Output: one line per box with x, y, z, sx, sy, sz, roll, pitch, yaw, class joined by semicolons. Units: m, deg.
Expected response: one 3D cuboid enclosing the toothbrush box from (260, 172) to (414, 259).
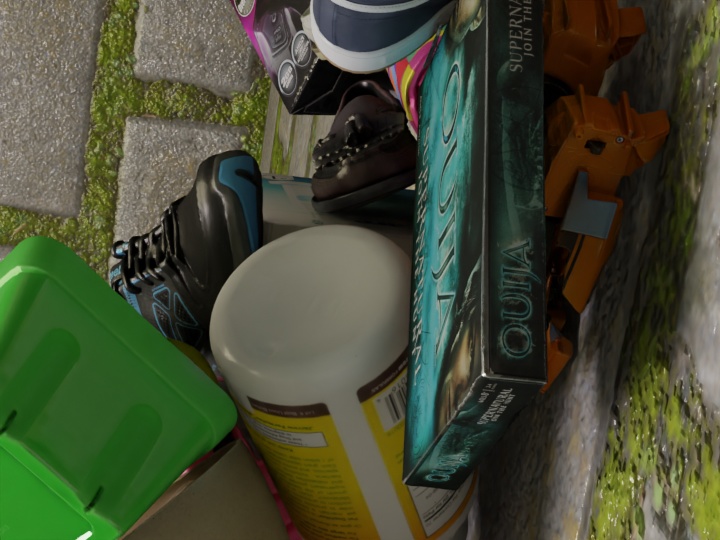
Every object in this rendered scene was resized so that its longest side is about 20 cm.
0.000;0.000;0.986;0.200;0.144;0.087;-128;44;-77;toothbrush box

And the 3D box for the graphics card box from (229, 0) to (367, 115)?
-0.042;-0.215;1.057;0.126;0.050;0.201;-57;50;40;graphics card box

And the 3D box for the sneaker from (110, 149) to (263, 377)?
-0.098;0.003;0.879;0.201;0.081;0.074;111;164;-57;sneaker

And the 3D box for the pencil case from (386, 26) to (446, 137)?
0.058;-0.114;0.905;0.200;0.087;0.090;-107;26;-70;pencil case

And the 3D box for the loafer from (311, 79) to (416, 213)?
0.000;-0.076;0.946;0.200;0.071;0.064;-71;-38;-81;loafer

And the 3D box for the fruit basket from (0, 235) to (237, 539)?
-0.154;0.074;0.807;0.215;0.155;0.216;-43;15;15;fruit basket

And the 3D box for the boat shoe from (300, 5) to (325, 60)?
0.030;-0.193;0.895;0.199;0.068;0.075;-33;18;37;boat shoe

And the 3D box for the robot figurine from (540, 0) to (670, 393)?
0.081;-0.021;0.743;0.201;0.057;0.146;106;168;-45;robot figurine

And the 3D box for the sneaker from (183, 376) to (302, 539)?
-0.067;0.158;0.958;0.095;0.078;0.202;-11;101;66;sneaker

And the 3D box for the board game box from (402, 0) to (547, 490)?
0.047;-0.024;0.681;0.136;0.028;0.203;114;160;-63;board game box

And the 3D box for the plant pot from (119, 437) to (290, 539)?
-0.101;0.198;0.790;0.135;0.199;0.200;54;169;0;plant pot

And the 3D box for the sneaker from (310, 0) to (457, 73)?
0.054;-0.181;0.716;0.200;0.070;0.109;-46;-14;-11;sneaker

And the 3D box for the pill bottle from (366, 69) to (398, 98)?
0.024;-0.220;1.103;0.114;0.113;0.203;-108;26;-71;pill bottle

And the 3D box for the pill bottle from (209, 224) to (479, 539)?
0.000;0.080;0.835;0.110;0.108;0.201;-91;-13;-45;pill bottle
